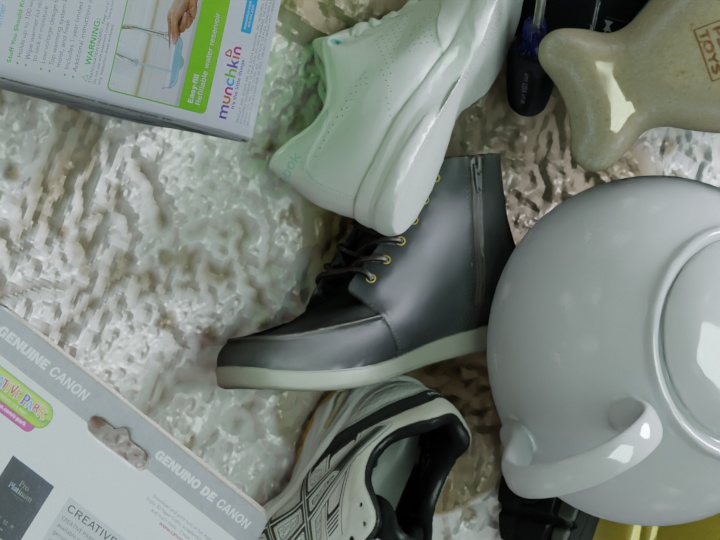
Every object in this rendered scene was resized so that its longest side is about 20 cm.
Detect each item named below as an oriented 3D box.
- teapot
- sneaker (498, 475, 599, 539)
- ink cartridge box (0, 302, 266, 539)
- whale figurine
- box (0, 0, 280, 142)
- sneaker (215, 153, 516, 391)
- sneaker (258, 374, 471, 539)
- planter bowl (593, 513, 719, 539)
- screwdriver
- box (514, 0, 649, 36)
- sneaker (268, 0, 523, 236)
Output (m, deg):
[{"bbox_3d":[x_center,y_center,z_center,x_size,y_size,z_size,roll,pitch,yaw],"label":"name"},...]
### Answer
[{"bbox_3d":[0.169,0.041,1.459,0.197,0.146,0.201,19,77,-29],"label":"teapot"},{"bbox_3d":[0.138,0.083,1.563,0.079,0.075,0.201,19,86,-36],"label":"sneaker"},{"bbox_3d":[-0.171,0.133,1.358,0.200,0.084,0.176,42,73,-30],"label":"ink cartridge box"},{"bbox_3d":[0.190,-0.117,1.482,0.199,0.104,0.160,-22,94,-6],"label":"whale figurine"},{"bbox_3d":[-0.124,-0.178,1.342,0.176,0.097,0.201,11,90,-33],"label":"box"},{"bbox_3d":[0.000,0.000,1.470,0.200,0.075,0.107,-14,99,-41],"label":"sneaker"},{"bbox_3d":[-0.013,0.144,1.463,0.076,0.088,0.201,32,80,-34],"label":"sneaker"},{"bbox_3d":[0.225,0.159,1.625,0.200,0.083,0.201,-5,99,-33],"label":"planter bowl"},{"bbox_3d":[0.090,-0.138,1.460,0.028,0.029,0.200,-38,156,-18],"label":"screwdriver"},{"bbox_3d":[0.193,-0.175,1.564,0.199,0.079,0.142,11,88,-35],"label":"box"},{"bbox_3d":[0.021,-0.112,1.469,0.075,0.088,0.200,89,27,-51],"label":"sneaker"}]
